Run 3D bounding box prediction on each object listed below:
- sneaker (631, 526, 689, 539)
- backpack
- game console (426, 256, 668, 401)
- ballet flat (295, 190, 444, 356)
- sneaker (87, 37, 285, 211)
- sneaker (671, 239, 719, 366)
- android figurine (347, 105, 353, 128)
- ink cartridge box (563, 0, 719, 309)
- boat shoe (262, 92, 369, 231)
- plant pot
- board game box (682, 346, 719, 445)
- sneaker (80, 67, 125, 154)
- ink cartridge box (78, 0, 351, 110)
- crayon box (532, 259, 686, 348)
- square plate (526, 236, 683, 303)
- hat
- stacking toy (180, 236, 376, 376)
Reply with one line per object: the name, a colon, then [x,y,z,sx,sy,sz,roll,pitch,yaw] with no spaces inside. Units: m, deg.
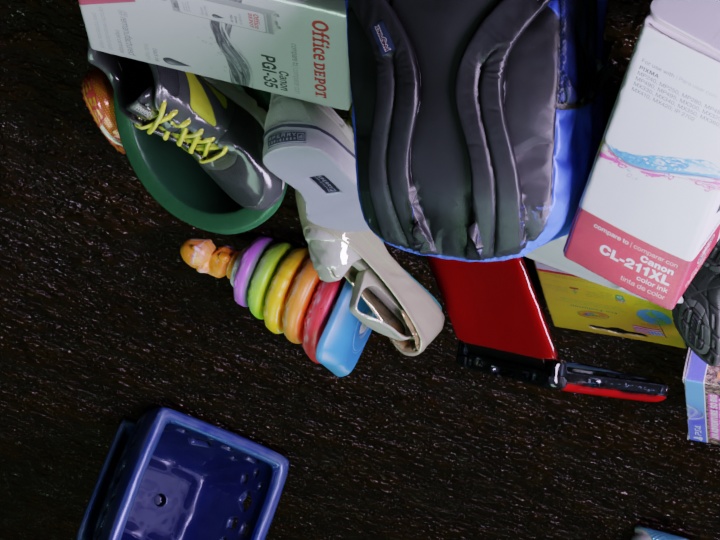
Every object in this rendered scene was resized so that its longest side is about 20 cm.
sneaker: [0.356,0.368,2.572,0.076,0.081,0.200,16,158,5]
backpack: [0.089,-0.110,1.358,0.162,0.201,0.168,6,-168,31]
game console: [0.158,0.039,1.830,0.172,0.119,0.200,8,-179,-21]
ballet flat: [0.000,0.000,1.845,0.200,0.070,0.069,47,148,-23]
sneaker: [-0.137,-0.118,1.578,0.074,0.085,0.200,-33,99,40]
sneaker: [0.303,-0.014,1.664,0.076,0.090,0.200,51,155,31]
android figurine: [0.038,-0.088,1.599,0.182,0.041,0.200,51,169,5]
ink cartridge box: [0.210,-0.099,1.293,0.083,0.146,0.200,29,139,13]
boat shoe: [-0.024,-0.088,1.593,0.071,0.070,0.200,-8,159,19]
plant pot: [-0.237,0.297,2.676,0.199,0.201,0.180,26,164,-24]
board game box: [0.390,0.097,1.834,0.199,0.097,0.160,11,159,14]
sneaker: [-0.149,-0.120,1.747,0.077,0.073,0.200,-29,140,32]
ink cartridge box: [-0.091,-0.198,1.458,0.199,0.083,0.147,14,158,6]
crayon box: [0.215,-0.001,1.781,0.126,0.051,0.200,10,158,16]
square plate: [0.131,-0.057,1.584,0.200,0.028,0.198,23,156,49]
hat: [-0.081,-0.133,1.710,0.165,0.176,0.201,1,116,34]
stacking toy: [-0.081,0.011,1.984,0.199,0.110,0.116,23,173,16]
